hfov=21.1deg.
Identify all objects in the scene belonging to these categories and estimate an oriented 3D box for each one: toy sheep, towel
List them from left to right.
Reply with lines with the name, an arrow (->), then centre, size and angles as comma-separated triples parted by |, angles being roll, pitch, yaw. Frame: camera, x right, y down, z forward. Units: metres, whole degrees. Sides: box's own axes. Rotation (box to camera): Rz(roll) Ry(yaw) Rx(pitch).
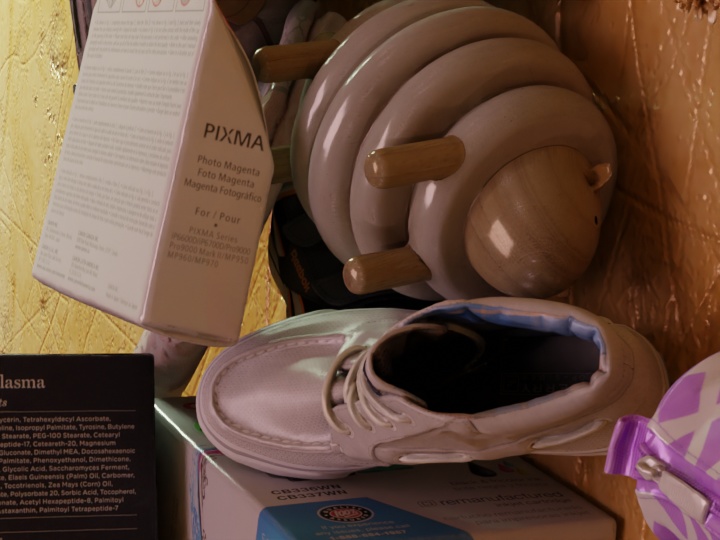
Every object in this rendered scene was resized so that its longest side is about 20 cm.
towel -> -0.072, -0.015, 0.970 | 0.200, 0.032, 0.191 | 123, 170, -61
toy sheep -> 0.029, -0.053, 0.795 | 0.200, 0.138, 0.138 | 49, 135, 41

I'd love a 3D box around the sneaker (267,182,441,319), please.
sneaker -> 0.000, 0.000, 0.928 | 0.200, 0.078, 0.080 | -126, 36, -53

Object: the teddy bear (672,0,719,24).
teddy bear -> 0.129, -0.183, 0.649 | 0.145, 0.067, 0.201 | 29, 118, 59

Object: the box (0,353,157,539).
box -> -0.161, 0.137, 0.912 | 0.200, 0.104, 0.183 | 156, 113, -72

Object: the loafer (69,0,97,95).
loafer -> -0.123, -0.111, 1.011 | 0.063, 0.072, 0.201 | 1, 97, 25

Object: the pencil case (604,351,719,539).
pencil case -> 0.157, 0.085, 0.579 | 0.200, 0.085, 0.084 | 33, 111, 60

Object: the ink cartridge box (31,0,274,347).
ink cartridge box -> -0.080, -0.078, 0.829 | 0.162, 0.057, 0.201 | 16, 89, 64

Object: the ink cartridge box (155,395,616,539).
ink cartridge box -> -0.004, 0.149, 0.862 | 0.200, 0.146, 0.146 | -151, 62, -62

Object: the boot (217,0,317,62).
boot -> -0.044, -0.171, 0.947 | 0.070, 0.146, 0.200 | 38, 146, 4

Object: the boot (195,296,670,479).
boot -> 0.014, 0.039, 0.750 | 0.096, 0.199, 0.074 | 36, -129, -65
